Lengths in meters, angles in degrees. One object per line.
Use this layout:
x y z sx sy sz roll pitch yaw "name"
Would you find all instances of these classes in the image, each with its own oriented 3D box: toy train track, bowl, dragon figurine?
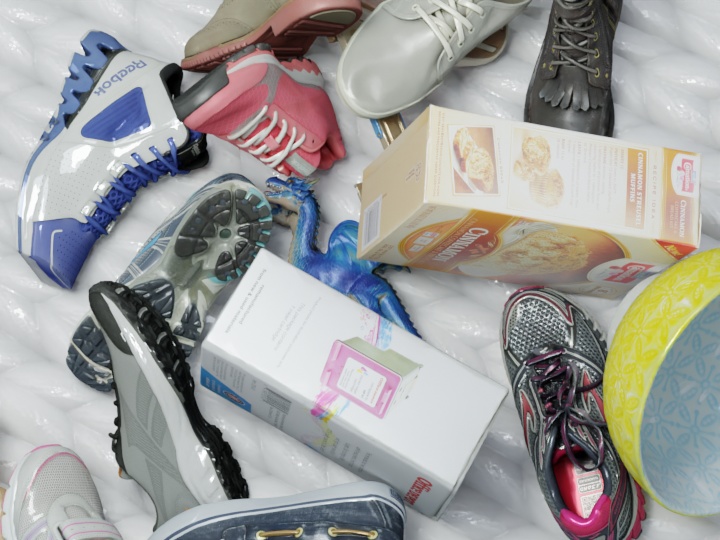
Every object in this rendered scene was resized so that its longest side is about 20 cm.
0.016 -0.099 1.769 0.115 0.033 0.200 -17 83 -42 "toy train track"
0.235 0.059 1.653 0.200 0.200 0.108 -45 45 -7 "bowl"
0.000 0.000 1.752 0.200 0.059 0.099 22 77 15 "dragon figurine"

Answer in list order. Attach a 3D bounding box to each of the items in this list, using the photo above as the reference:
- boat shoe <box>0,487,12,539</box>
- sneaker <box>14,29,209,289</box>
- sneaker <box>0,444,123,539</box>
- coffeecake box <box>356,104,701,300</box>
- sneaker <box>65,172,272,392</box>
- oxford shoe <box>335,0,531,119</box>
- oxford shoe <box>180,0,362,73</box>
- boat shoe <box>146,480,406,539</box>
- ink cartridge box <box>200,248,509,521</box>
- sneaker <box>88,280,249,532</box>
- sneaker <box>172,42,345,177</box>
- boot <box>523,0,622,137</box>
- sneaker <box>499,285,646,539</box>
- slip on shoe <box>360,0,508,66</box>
-0.268 0.197 1.724 0.069 0.074 0.200 3 73 -4 "boat shoe"
-0.179 -0.083 1.788 0.115 0.081 0.200 12 73 16 "sneaker"
-0.188 0.215 1.678 0.088 0.081 0.200 -26 77 43 "sneaker"
0.116 -0.044 1.666 0.200 0.154 0.073 9 73 -15 "coffeecake box"
-0.139 0.009 1.768 0.078 0.086 0.200 42 102 -17 "sneaker"
0.062 -0.185 1.754 0.200 0.058 0.075 -38 94 -20 "oxford shoe"
-0.069 -0.196 1.770 0.200 0.070 0.075 -20 76 48 "oxford shoe"
-0.065 0.209 1.660 0.200 0.071 0.091 -15 37 14 "boat shoe"
-0.006 0.083 1.662 0.200 0.145 0.085 31 76 3 "ink cartridge box"
-0.153 0.102 1.706 0.079 0.074 0.200 -22 97 11 "sneaker"
-0.061 -0.109 1.729 0.074 0.200 0.087 -35 79 21 "sneaker"
0.152 -0.181 1.728 0.069 0.174 0.200 5 73 9 "boot"
0.150 0.101 1.685 0.081 0.075 0.200 -24 69 13 "sneaker"
0.016 -0.210 1.818 0.200 0.061 0.076 18 82 -6 "slip on shoe"
